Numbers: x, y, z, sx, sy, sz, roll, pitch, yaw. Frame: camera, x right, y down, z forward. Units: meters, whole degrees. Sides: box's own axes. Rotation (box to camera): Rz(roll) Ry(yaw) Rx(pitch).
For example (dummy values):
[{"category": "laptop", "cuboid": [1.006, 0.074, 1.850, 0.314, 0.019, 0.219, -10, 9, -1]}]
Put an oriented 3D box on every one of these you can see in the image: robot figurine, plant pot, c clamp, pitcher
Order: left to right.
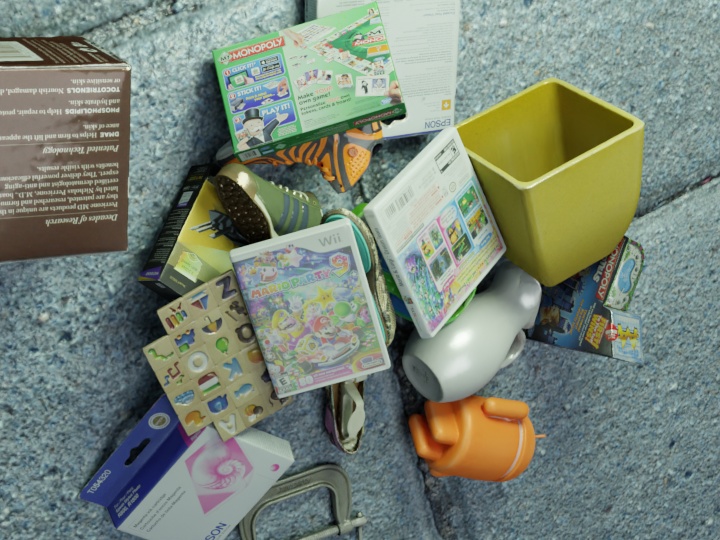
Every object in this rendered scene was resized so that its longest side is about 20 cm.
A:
[{"category": "c clamp", "cuboid": [-0.076, 0.352, 1.743, 0.198, 0.027, 0.172, -9, 113, -27]}, {"category": "pitcher", "cuboid": [0.156, 0.106, 1.739, 0.200, 0.121, 0.172, -37, 139, -26]}, {"category": "robot figurine", "cuboid": [0.162, 0.236, 1.784, 0.199, 0.116, 0.145, 15, 95, -32]}, {"category": "plant pot", "cuboid": [0.247, -0.101, 1.662, 0.193, 0.195, 0.201, -28, 126, -18]}]

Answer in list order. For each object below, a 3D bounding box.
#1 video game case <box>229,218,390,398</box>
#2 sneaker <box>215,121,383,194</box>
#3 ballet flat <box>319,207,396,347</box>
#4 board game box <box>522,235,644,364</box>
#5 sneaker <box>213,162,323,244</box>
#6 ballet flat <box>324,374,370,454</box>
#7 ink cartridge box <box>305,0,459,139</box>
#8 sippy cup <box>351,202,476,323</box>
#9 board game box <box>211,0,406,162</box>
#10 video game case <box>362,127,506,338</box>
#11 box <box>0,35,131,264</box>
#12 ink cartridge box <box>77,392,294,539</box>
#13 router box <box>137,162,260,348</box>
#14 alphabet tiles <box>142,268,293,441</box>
[{"category": "video game case", "cuboid": [-0.056, 0.047, 1.472, 0.142, 0.018, 0.201, -15, 118, 2]}, {"category": "sneaker", "cuboid": [-0.065, -0.132, 1.488, 0.198, 0.078, 0.113, -19, 109, 13]}, {"category": "ballet flat", "cuboid": [0.000, 0.000, 1.510, 0.075, 0.067, 0.201, -63, 142, -53]}, {"category": "board game box", "cuboid": [0.326, 0.040, 1.750, 0.061, 0.200, 0.202, 12, 103, -32]}, {"category": "sneaker", "cuboid": [-0.091, -0.067, 1.486, 0.090, 0.067, 0.201, -55, 128, -28]}, {"category": "ballet flat", "cuboid": [-0.016, 0.152, 1.674, 0.069, 0.071, 0.202, -12, 114, -24]}, {"category": "ink cartridge box", "cuboid": [0.027, -0.262, 1.547, 0.195, 0.043, 0.202, -10, 116, -25]}, {"category": "sippy cup", "cuboid": [0.066, -0.017, 1.628, 0.131, 0.139, 0.178, -59, 148, -10]}, {"category": "board game box", "cuboid": [-0.059, -0.214, 1.434, 0.198, 0.136, 0.029, -16, 159, 5]}, {"category": "video game case", "cuboid": [0.095, -0.048, 1.552, 0.200, 0.024, 0.183, -46, 120, -41]}, {"category": "box", "cuboid": [-0.341, -0.131, 1.318, 0.163, 0.166, 0.202, -7, 112, -28]}, {"category": "ink cartridge box", "cuboid": [-0.216, 0.261, 1.583, 0.199, 0.043, 0.197, 26, 115, -36]}, {"category": "router box", "cuboid": [-0.148, -0.008, 1.514, 0.200, 0.052, 0.158, 36, 67, -34]}, {"category": "alphabet tiles", "cuboid": [-0.156, 0.102, 1.487, 0.166, 0.006, 0.201, -30, 121, -13]}]
